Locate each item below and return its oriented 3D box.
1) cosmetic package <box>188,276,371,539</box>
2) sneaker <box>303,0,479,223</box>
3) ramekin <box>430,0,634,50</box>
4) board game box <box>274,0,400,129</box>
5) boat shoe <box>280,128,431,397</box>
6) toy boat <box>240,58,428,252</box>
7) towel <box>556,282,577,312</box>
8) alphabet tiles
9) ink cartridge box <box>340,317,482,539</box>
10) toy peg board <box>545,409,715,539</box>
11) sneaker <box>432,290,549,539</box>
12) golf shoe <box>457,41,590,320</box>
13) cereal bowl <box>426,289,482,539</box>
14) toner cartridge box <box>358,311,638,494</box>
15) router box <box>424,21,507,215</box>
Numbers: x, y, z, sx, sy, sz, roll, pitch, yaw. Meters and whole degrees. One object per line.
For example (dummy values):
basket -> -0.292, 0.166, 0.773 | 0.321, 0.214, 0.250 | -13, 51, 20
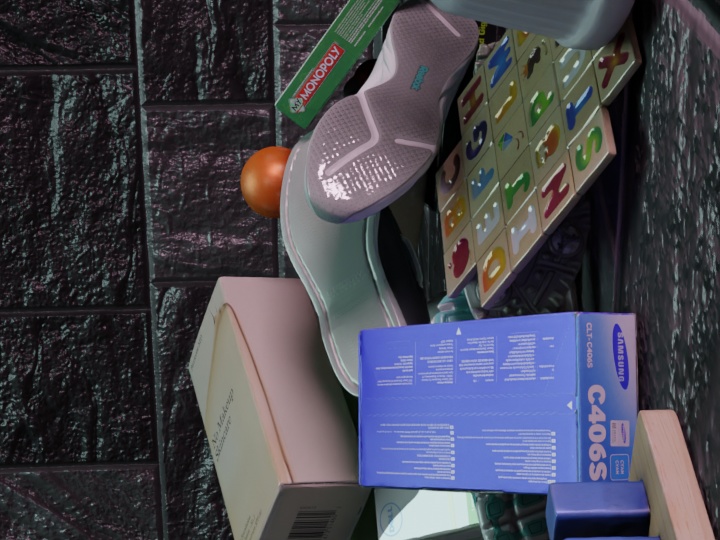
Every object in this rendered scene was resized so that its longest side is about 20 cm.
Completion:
cosmetic package -> -0.061, 0.109, 1.281 | 0.200, 0.073, 0.104 | -112, 33, -43
sneaker -> 0.019, -0.085, 1.105 | 0.200, 0.070, 0.080 | -58, -9, -43
ramekin -> 0.082, -0.213, 0.891 | 0.202, 0.094, 0.203 | -178, 90, -82
board game box -> 0.022, -0.196, 1.180 | 0.200, 0.029, 0.135 | -52, 6, 26
boat shoe -> 0.000, 0.000, 1.152 | 0.060, 0.075, 0.201 | 32, -138, -54
toy boat -> -0.021, -0.059, 1.281 | 0.200, 0.130, 0.131 | 97, 177, -52
towel -> 0.115, 0.067, 1.199 | 0.200, 0.032, 0.192 | -110, 19, -79
alphabet tiles -> 0.093, -0.081, 0.986 | 0.200, 0.006, 0.167 | -54, 29, 42
ink cartridge box -> 0.023, 0.120, 1.225 | 0.200, 0.048, 0.146 | -20, 67, 43
toy peg board -> 0.104, 0.203, 0.810 | 0.200, 0.097, 0.200 | -96, 5, -55
sneaker -> 0.092, 0.112, 1.083 | 0.091, 0.077, 0.201 | 99, 161, -65
golf shoe -> 0.102, -0.040, 1.093 | 0.097, 0.078, 0.201 | 81, -165, -64
cereal bowl -> 0.063, 0.109, 1.333 | 0.200, 0.083, 0.201 | 3, -90, -79
toner cartridge box -> 0.071, 0.075, 0.987 | 0.200, 0.043, 0.095 | -7, 83, 56
router box -> 0.083, -0.138, 1.247 | 0.150, 0.062, 0.201 | -106, 20, -85
